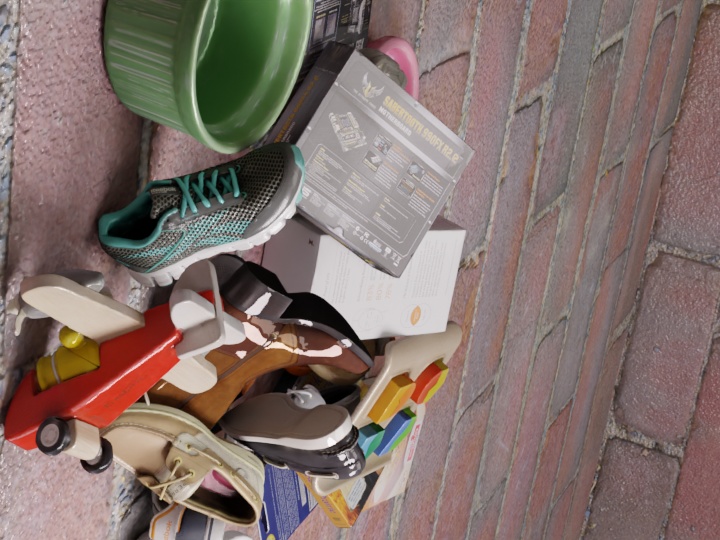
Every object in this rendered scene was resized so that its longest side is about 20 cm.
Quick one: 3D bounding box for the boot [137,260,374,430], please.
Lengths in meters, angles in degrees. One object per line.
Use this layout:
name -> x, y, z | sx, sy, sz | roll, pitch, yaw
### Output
boot -> -0.105, 0.108, 1.447 | 0.188, 0.069, 0.200 | 28, 108, -44

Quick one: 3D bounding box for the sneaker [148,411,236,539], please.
sneaker -> -0.169, 0.208, 1.555 | 0.200, 0.079, 0.079 | -86, -175, -61

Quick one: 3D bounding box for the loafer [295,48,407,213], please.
loafer -> -0.023, -0.134, 1.572 | 0.070, 0.070, 0.200 | 30, 102, -43

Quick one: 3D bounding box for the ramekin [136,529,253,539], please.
ramekin -> -0.192, 0.352, 1.573 | 0.202, 0.094, 0.203 | -50, 150, -44

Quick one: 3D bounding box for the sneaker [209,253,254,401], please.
sneaker -> -0.137, 0.059, 1.522 | 0.112, 0.077, 0.201 | -42, 155, -60

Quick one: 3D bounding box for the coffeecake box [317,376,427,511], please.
coffeecake box -> 0.011, 0.227, 2.012 | 0.200, 0.073, 0.154 | -6, 111, -68

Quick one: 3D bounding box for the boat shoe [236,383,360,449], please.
boat shoe -> -0.062, 0.160, 1.687 | 0.200, 0.072, 0.069 | -3, 103, -50

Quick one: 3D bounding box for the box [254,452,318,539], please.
box -> -0.083, 0.245, 1.818 | 0.200, 0.032, 0.122 | -44, 134, -52

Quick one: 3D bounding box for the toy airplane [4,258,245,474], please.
toy airplane -> -0.198, 0.054, 1.254 | 0.198, 0.141, 0.200 | -14, 141, -29

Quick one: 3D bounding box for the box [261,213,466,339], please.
box -> 0.000, 0.000, 1.652 | 0.199, 0.097, 0.125 | -3, 113, -37

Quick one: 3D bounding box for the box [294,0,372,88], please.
box -> -0.048, -0.271, 1.493 | 0.200, 0.050, 0.158 | -38, 141, -56

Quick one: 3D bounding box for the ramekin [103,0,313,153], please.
ramekin -> -0.128, -0.206, 1.276 | 0.200, 0.097, 0.201 | -51, 151, -43

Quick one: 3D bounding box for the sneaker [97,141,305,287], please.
sneaker -> -0.139, -0.052, 1.294 | 0.091, 0.200, 0.078 | 29, 35, -56

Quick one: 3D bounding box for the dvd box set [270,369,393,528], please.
dvd box set -> -0.034, 0.187, 1.813 | 0.200, 0.029, 0.147 | 59, 46, -32

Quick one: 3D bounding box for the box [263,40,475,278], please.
box -> 0.004, -0.108, 1.518 | 0.200, 0.048, 0.159 | 35, 83, -39

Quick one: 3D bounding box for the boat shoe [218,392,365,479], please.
boat shoe -> -0.067, 0.164, 1.490 | 0.074, 0.200, 0.061 | -40, 114, -33

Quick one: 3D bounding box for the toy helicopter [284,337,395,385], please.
toy helicopter -> -0.008, 0.047, 1.767 | 0.079, 0.132, 0.201 | -52, -160, 49

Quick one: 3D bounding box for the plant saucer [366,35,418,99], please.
plant saucer -> 0.003, -0.167, 1.705 | 0.201, 0.051, 0.201 | -51, 150, -45

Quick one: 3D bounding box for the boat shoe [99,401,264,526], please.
boat shoe -> -0.164, 0.183, 1.422 | 0.200, 0.067, 0.074 | 27, 123, -35

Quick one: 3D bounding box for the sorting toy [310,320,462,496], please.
sorting toy -> 0.037, 0.158, 1.728 | 0.185, 0.036, 0.201 | -14, 136, -60
